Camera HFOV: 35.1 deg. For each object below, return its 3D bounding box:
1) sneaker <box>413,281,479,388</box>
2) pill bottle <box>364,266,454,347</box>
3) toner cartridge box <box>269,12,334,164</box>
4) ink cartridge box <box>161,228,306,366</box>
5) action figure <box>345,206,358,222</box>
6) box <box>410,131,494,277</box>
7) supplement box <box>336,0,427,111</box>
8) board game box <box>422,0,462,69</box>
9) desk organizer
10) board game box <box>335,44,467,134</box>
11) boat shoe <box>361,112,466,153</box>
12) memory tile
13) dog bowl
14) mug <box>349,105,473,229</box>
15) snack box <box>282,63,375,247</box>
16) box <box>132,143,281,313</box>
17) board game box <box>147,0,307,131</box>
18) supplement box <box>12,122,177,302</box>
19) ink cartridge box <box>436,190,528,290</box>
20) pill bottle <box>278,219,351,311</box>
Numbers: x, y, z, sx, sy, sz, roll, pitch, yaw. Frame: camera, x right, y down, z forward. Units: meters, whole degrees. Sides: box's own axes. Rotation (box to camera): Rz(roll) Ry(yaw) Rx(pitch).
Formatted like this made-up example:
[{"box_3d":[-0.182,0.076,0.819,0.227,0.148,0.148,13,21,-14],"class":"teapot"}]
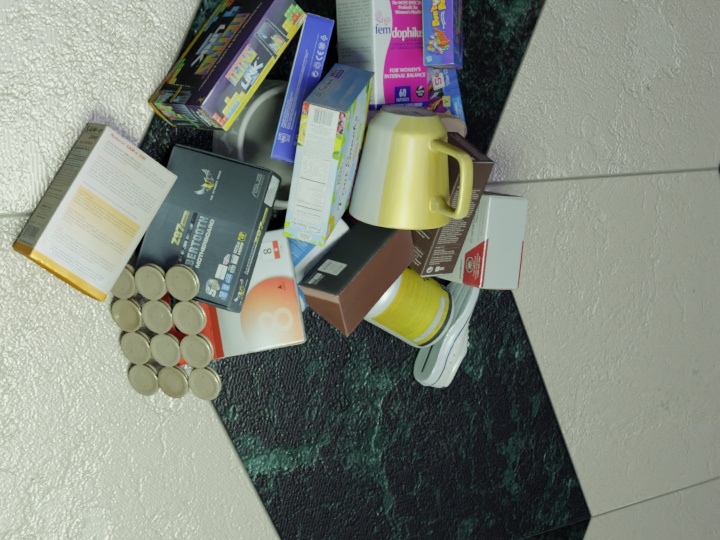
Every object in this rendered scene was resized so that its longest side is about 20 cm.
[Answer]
[{"box_3d":[0.154,0.104,1.935,0.070,0.073,0.202,24,93,-45],"class":"sneaker"},{"box_3d":[0.049,0.037,1.812,0.199,0.111,0.113,30,81,-36],"class":"pill bottle"},{"box_3d":[-0.083,-0.251,1.590,0.043,0.095,0.203,14,95,-7],"class":"toner cartridge box"},{"box_3d":[-0.185,0.038,1.600,0.197,0.050,0.165,-10,84,-6],"class":"ink cartridge box"},{"box_3d":[0.016,-0.095,1.807,0.066,0.052,0.200,-51,121,-11],"class":"action figure"},{"box_3d":[0.121,-0.103,1.754,0.074,0.100,0.202,-6,127,-37],"class":"box"},{"box_3d":[0.031,-0.340,1.690,0.100,0.103,0.203,-9,101,-32],"class":"supplement box"},{"box_3d":[0.124,-0.373,1.704,0.044,0.200,0.137,0,98,9],"class":"board game box"},{"box_3d":[0.000,0.000,1.653,0.200,0.071,0.078,-48,138,-38],"class":"desk organizer"},{"box_3d":[0.069,-0.286,1.812,0.198,0.041,0.203,-24,111,-30],"class":"board game box"},{"box_3d":[0.096,-0.203,1.777,0.198,0.069,0.075,-16,108,-33],"class":"boat shoe"},{"box_3d":[-0.272,0.084,1.573,0.017,0.151,0.203,-45,131,-58],"class":"memory tile"},{"box_3d":[-0.119,-0.185,1.685,0.198,0.058,0.203,-7,101,-35],"class":"dog bowl"},{"box_3d":[0.080,-0.150,1.635,0.149,0.184,0.155,-45,142,-68],"class":"mug"},{"box_3d":[-0.043,-0.161,1.575,0.169,0.067,0.202,-62,164,-60],"class":"snack box"},{"box_3d":[-0.213,-0.059,1.578,0.051,0.156,0.203,33,74,-71],"class":"box"},{"box_3d":[-0.184,-0.287,1.553,0.057,0.164,0.201,41,73,-32],"class":"board game box"},{"box_3d":[-0.353,-0.079,1.523,0.126,0.073,0.202,37,77,-34],"class":"supplement box"},{"box_3d":[0.170,-0.057,1.830,0.083,0.199,0.147,2,97,-32],"class":"ink cartridge box"},{"box_3d":[-0.106,0.001,1.694,0.200,0.112,0.113,-46,121,-19],"class":"pill bottle"}]
